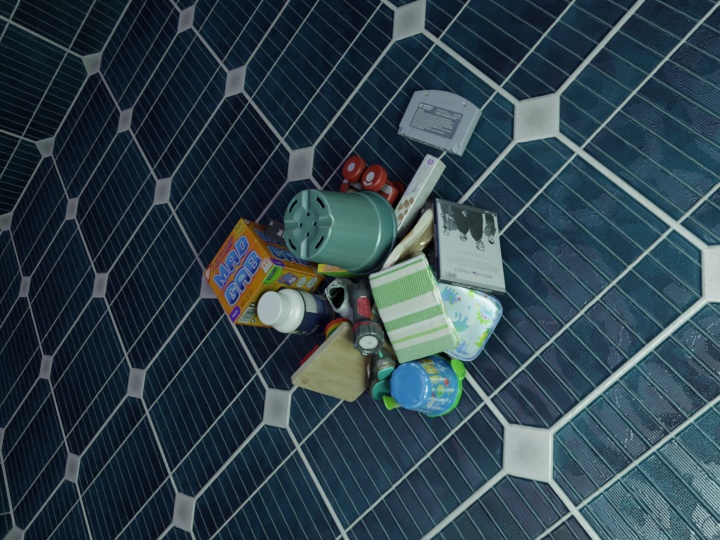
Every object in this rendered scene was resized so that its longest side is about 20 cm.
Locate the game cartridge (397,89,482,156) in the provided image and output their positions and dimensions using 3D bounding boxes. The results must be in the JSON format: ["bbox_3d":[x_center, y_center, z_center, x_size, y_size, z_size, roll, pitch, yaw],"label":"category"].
[{"bbox_3d":[0.195,-0.371,1.282,0.199,0.041,0.134,30,102,36],"label":"game cartridge"}]

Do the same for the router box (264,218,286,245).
[{"bbox_3d":[-0.131,-0.071,1.380,0.199,0.157,0.053,25,95,36],"label":"router box"}]

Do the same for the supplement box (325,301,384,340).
[{"bbox_3d":[0.005,0.134,1.289,0.200,0.069,0.067,-46,44,17],"label":"supplement box"}]

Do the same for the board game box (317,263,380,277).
[{"bbox_3d":[0.000,0.000,1.301,0.199,0.095,0.030,2,82,32],"label":"board game box"}]

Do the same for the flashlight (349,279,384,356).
[{"bbox_3d":[0.013,0.095,1.141,0.201,0.067,0.068,-92,17,-55],"label":"flashlight"}]

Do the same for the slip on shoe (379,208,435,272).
[{"bbox_3d":[0.112,-0.043,1.141,0.060,0.076,0.200,39,79,4],"label":"slip on shoe"}]

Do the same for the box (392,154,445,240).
[{"bbox_3d":[0.124,-0.167,1.196,0.039,0.041,0.201,33,96,37],"label":"box"}]

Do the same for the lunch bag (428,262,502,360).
[{"bbox_3d":[0.188,0.090,1.121,0.199,0.082,0.162,28,100,8],"label":"lunch bag"}]

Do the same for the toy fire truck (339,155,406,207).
[{"bbox_3d":[0.007,-0.179,1.311,0.200,0.112,0.169,34,94,45],"label":"toy fire truck"}]

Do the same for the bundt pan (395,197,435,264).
[{"bbox_3d":[0.145,-0.081,1.234,0.201,0.076,0.204,-8,76,34],"label":"bundt pan"}]

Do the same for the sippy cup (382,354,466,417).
[{"bbox_3d":[0.135,0.250,1.137,0.139,0.130,0.179,30,98,35],"label":"sippy cup"}]

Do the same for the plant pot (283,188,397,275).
[{"bbox_3d":[-0.054,-0.093,1.161,0.199,0.195,0.202,-3,85,40],"label":"plant pot"}]

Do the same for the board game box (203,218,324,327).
[{"bbox_3d":[-0.264,0.014,1.431,0.200,0.199,0.200,-52,56,16],"label":"board game box"}]

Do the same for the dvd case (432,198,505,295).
[{"bbox_3d":[0.227,-0.053,1.102,0.025,0.149,0.202,125,152,-56],"label":"dvd case"}]

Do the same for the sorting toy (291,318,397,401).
[{"bbox_3d":[-0.035,0.204,1.237,0.199,0.199,0.070,-47,41,19],"label":"sorting toy"}]

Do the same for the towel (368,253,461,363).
[{"bbox_3d":[0.108,0.081,1.080,0.152,0.023,0.201,-22,92,31],"label":"towel"}]

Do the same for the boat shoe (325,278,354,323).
[{"bbox_3d":[-0.048,0.059,1.300,0.070,0.071,0.201,-50,26,7],"label":"boat shoe"}]

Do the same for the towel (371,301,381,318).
[{"bbox_3d":[0.139,0.068,1.187,0.199,0.031,0.150,21,101,9],"label":"towel"}]

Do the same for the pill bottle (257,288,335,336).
[{"bbox_3d":[-0.165,0.107,1.340,0.110,0.199,0.112,-8,76,34],"label":"pill bottle"}]

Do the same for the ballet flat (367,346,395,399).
[{"bbox_3d":[0.048,0.229,1.191,0.067,0.201,0.069,-15,59,-13],"label":"ballet flat"}]
